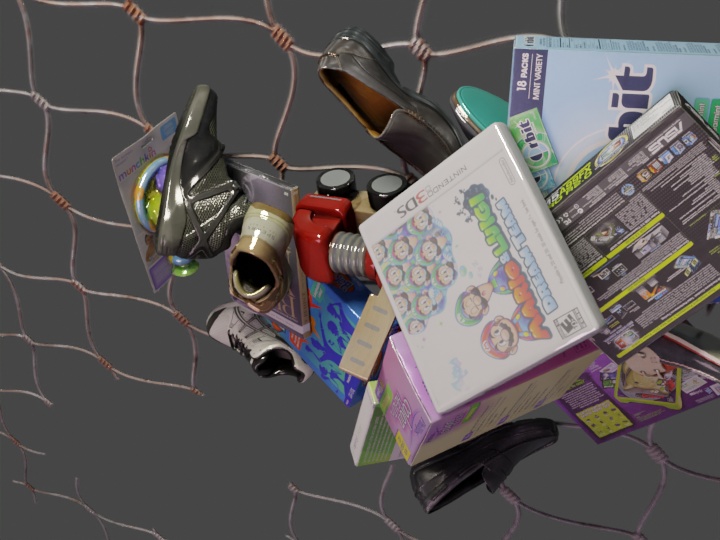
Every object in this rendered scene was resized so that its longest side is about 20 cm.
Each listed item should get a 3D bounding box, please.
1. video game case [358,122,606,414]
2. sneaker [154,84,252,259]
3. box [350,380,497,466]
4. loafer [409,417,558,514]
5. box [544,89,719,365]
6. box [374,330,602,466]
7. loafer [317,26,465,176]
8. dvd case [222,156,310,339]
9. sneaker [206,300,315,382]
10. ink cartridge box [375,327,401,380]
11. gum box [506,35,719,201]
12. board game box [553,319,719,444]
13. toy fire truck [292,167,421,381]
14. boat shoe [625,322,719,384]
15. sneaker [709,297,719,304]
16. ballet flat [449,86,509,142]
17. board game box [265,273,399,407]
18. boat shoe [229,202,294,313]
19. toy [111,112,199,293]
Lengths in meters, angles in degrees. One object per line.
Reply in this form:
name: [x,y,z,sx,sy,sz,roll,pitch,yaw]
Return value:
video game case: [0.099,0.002,0.784,0.182,0.024,0.201,-35,69,35]
sneaker: [-0.168,-0.109,1.019,0.114,0.201,0.076,9,174,-20]
box: [0.094,0.176,1.081,0.199,0.036,0.145,-7,140,-18]
loafer: [0.161,0.247,1.111,0.200,0.071,0.068,-23,145,4]
box: [0.247,-0.030,0.766,0.160,0.044,0.200,40,119,-12]
box: [0.129,0.105,0.927,0.176,0.199,0.097,98,147,-65]
loafer: [0.031,-0.151,0.895,0.200,0.072,0.073,43,135,-10]
dvd case: [-0.121,-0.028,1.075,0.148,0.016,0.201,24,129,40]
sneaker: [-0.140,0.099,1.205,0.199,0.088,0.076,8,133,27]
ink cartridge box: [0.088,0.108,1.065,0.108,0.051,0.200,-1,139,-18]
gum box: [0.229,-0.114,0.775,0.199,0.045,0.171,6,119,10]
board game box: [0.308,0.122,1.001,0.120,0.032,0.200,41,136,-12]
toy fire truck: [0.000,0.000,0.952,0.175,0.200,0.129,10,131,24]
boat shoe: [0.291,0.075,0.894,0.200,0.071,0.063,26,105,44]
sneaker: [0.333,-0.007,0.856,0.199,0.066,0.079,-5,106,37]
ballet flat: [0.166,-0.105,0.860,0.199,0.073,0.073,29,136,3]
board game box: [-0.049,0.051,1.090,0.200,0.045,0.152,44,141,23]
boat shoe: [-0.118,0.002,0.984,0.074,0.067,0.200,21,150,6]
toy: [-0.228,-0.076,1.082,0.047,0.115,0.201,18,135,23]
